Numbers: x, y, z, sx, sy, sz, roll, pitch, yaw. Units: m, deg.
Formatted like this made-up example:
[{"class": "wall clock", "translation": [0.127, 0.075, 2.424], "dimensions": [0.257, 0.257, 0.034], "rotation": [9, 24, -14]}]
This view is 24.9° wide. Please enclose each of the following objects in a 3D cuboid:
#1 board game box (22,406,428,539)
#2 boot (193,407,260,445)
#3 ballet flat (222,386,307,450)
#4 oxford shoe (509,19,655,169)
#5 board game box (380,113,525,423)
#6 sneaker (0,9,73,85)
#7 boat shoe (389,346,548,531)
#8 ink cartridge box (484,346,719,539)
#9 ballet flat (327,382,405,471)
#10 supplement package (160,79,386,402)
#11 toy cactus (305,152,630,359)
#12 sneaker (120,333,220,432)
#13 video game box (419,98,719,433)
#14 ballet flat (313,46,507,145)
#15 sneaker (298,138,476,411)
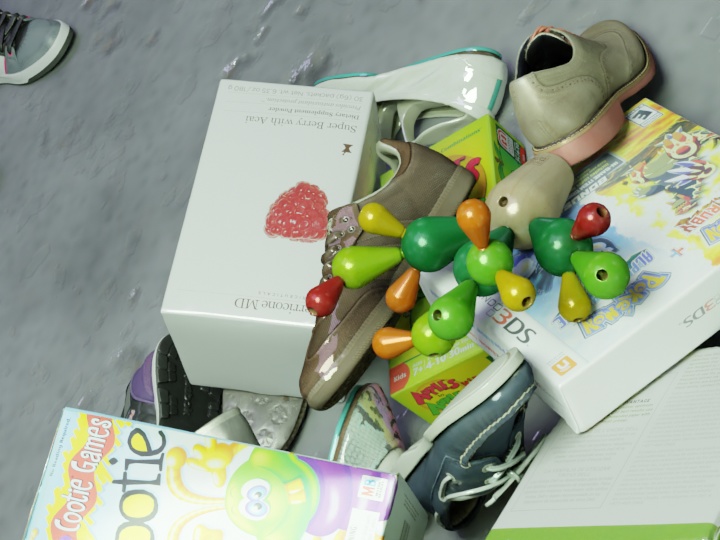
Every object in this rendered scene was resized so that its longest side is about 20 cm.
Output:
[{"class": "board game box", "translation": [-0.076, 0.157, 0.925], "dimensions": [0.200, 0.105, 0.103], "rotation": [9, 71, 16]}, {"class": "boot", "translation": [-0.036, 0.176, 1.007], "dimensions": [0.182, 0.073, 0.200], "rotation": [-29, 73, 14]}, {"class": "ballet flat", "translation": [-0.070, 0.059, 1.244], "dimensions": [0.067, 0.046, 0.200], "rotation": [-5, 58, 5]}, {"class": "oxford shoe", "translation": [0.147, -0.139, 1.088], "dimensions": [0.070, 0.075, 0.200], "rotation": [-26, 16, 26]}, {"class": "board game box", "translation": [0.069, -0.004, 1.137], "dimensions": [0.102, 0.048, 0.200], "rotation": [-29, 44, 29]}, {"class": "sneaker", "translation": [-0.413, -0.268, 1.790], "dimensions": [0.200, 0.121, 0.084], "rotation": [-3, 60, 45]}, {"class": "boat shoe", "translation": [0.069, 0.107, 0.965], "dimensions": [0.075, 0.062, 0.200], "rotation": [-35, -12, -29]}, {"class": "ink cartridge box", "translation": [0.182, 0.109, 0.915], "dimensions": [0.148, 0.076, 0.200], "rotation": [-10, 30, 43]}, {"class": "ballet flat", "translation": [-0.001, 0.176, 1.067], "dimensions": [0.071, 0.069, 0.200], "rotation": [16, 80, 26]}, {"class": "supplement package", "translation": [-0.057, -0.022, 1.192], "dimensions": [0.121, 0.120, 0.200], "rotation": [6, 61, 9]}, {"class": "toy cactus", "translation": [0.074, -0.021, 0.965], "dimensions": [0.200, 0.102, 0.165], "rotation": [-11, 28, 41]}, {"class": "sneaker", "translation": [-0.156, 0.152, 1.253], "dimensions": [0.088, 0.076, 0.200], "rotation": [-39, 34, 42]}, {"class": "video game box", "translation": [0.156, -0.011, 0.998], "dimensions": [0.200, 0.047, 0.182], "rotation": [-36, 36, -10]}, {"class": "ballet flat", "translation": [0.029, -0.127, 1.270], "dimensions": [0.200, 0.069, 0.070], "rotation": [-6, 58, 43]}, {"class": "sneaker", "translation": [0.000, 0.000, 1.083], "dimensions": [0.200, 0.075, 0.070], "rotation": [-57, -8, -24]}]
